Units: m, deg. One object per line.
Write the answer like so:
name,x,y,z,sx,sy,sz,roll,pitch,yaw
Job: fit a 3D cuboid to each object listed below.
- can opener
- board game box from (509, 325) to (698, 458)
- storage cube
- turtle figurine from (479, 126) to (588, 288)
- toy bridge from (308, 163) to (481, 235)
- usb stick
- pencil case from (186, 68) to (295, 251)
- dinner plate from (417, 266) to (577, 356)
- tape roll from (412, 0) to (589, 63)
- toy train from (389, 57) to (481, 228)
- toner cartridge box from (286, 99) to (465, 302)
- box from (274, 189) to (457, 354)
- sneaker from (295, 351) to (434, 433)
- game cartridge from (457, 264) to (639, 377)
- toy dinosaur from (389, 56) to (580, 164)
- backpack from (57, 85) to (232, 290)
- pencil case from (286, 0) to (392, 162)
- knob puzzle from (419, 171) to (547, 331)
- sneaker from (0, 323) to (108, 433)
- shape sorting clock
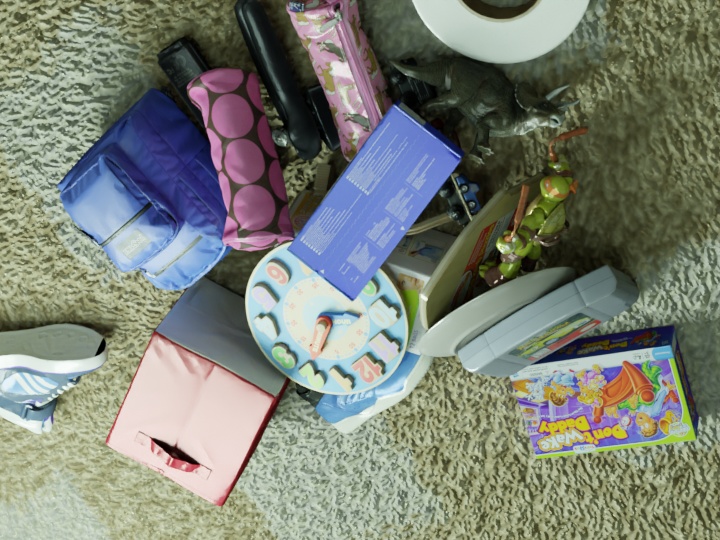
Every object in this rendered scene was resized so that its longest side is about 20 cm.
can opener,-0.089,-0.215,1.599,0.201,0.078,0.063,60,157,-16
board game box,0.290,0.147,1.692,0.198,0.045,0.136,-10,116,23
storage cube,-0.186,0.143,1.758,0.170,0.200,0.181,28,118,1
turtle figurine,0.194,-0.056,1.525,0.064,0.200,0.162,30,138,5
toy bridge,0.036,-0.077,1.629,0.198,0.027,0.068,8,79,12
usb stick,-0.163,-0.179,1.652,0.055,0.033,0.201,-23,111,35
pencil case,-0.134,-0.119,1.570,0.093,0.090,0.202,-19,80,39
dinner plate,0.158,0.055,1.600,0.200,0.199,0.024,-37,70,32
tape roll,0.144,-0.314,1.468,0.200,0.037,0.205,9,122,14
toy train,0.088,-0.141,1.570,0.045,0.034,0.202,-24,98,-1
toner cartridge box,0.016,-0.074,1.529,0.095,0.043,0.201,38,106,1
box,0.000,0.000,1.664,0.198,0.102,0.113,18,123,7
sneaker,-0.002,0.117,1.748,0.111,0.077,0.200,37,131,-17
game cartridge,0.212,0.061,1.599,0.199,0.133,0.041,-32,68,18
toy dinosaur,0.126,-0.184,1.534,0.199,0.103,0.077,30,170,13
backpack,-0.240,-0.074,1.661,0.200,0.168,0.162,46,129,-14
pencil case,-0.012,-0.217,1.546,0.082,0.087,0.201,-6,121,28
knob puzzle,0.117,-0.012,1.569,0.030,0.219,0.221,35,127,20
sneaker,-0.414,0.153,1.912,0.198,0.081,0.148,-2,127,15
shape sorting clock,-0.040,0.055,1.623,0.198,0.039,0.202,8,121,13
